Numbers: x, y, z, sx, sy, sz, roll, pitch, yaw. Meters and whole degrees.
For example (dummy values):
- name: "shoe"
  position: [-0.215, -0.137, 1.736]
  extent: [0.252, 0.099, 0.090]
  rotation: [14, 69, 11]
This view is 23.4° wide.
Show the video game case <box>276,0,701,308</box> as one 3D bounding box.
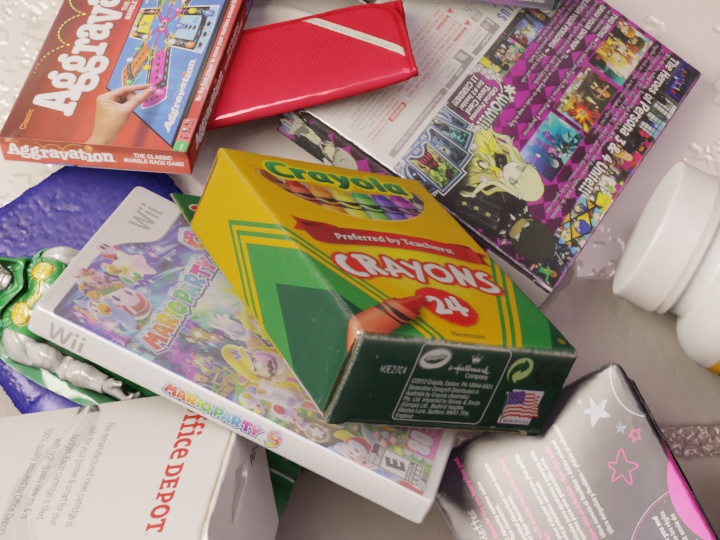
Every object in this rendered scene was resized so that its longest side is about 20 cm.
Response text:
- name: "video game case"
  position: [0.078, -0.099, 1.005]
  extent: [0.181, 0.036, 0.200]
  rotation: [35, 57, 3]

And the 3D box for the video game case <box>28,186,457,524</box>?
- name: "video game case"
  position: [-0.044, 0.035, 0.841]
  extent: [0.199, 0.018, 0.143]
  rotation: [26, 29, 0]

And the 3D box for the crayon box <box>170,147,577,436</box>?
- name: "crayon box"
  position: [0.000, 0.000, 0.852]
  extent: [0.127, 0.051, 0.200]
  rotation: [6, 28, -34]

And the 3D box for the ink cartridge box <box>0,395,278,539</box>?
- name: "ink cartridge box"
  position: [-0.147, 0.132, 0.802]
  extent: [0.199, 0.147, 0.083]
  rotation: [-8, 114, 10]

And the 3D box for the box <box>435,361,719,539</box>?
- name: "box"
  position: [0.130, 0.163, 0.876]
  extent: [0.114, 0.132, 0.201]
  rotation: [-28, 77, 7]

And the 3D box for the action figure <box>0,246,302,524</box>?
- name: "action figure"
  position: [-0.111, 0.038, 0.884]
  extent: [0.199, 0.055, 0.118]
  rotation: [22, 69, -1]

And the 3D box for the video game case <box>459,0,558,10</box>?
- name: "video game case"
  position: [0.012, -0.214, 1.019]
  extent: [0.199, 0.019, 0.143]
  rotation: [5, 49, -11]

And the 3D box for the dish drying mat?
- name: "dish drying mat"
  position: [-0.070, -0.107, 0.952]
  extent: [0.199, 0.018, 0.077]
  rotation: [-12, 43, 2]

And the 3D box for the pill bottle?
- name: "pill bottle"
  position: [0.248, 0.021, 0.970]
  extent: [0.199, 0.113, 0.113]
  rotation: [26, 68, -1]

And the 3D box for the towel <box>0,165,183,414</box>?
- name: "towel"
  position: [-0.123, 0.040, 0.934]
  extent: [0.147, 0.050, 0.200]
  rotation: [-35, 82, -23]

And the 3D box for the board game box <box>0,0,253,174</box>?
- name: "board game box"
  position: [-0.118, -0.130, 0.955]
  extent: [0.103, 0.019, 0.200]
  rotation: [4, 47, 11]

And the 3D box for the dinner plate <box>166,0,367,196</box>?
- name: "dinner plate"
  position: [-0.052, -0.090, 1.004]
  extent: [0.199, 0.024, 0.201]
  rotation: [4, 69, -10]
